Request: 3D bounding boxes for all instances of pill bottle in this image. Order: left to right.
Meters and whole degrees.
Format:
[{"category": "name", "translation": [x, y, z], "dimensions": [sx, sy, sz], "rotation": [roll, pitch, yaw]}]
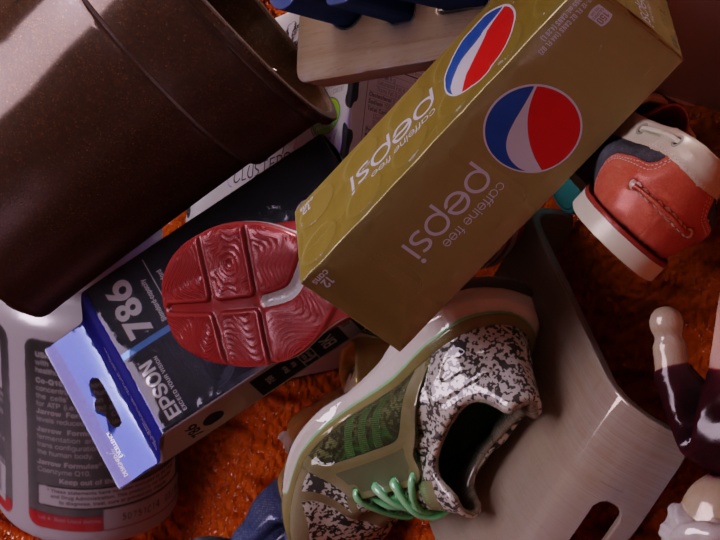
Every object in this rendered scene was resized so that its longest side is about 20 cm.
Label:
[{"category": "pill bottle", "translation": [-0.164, 0.052, 1.739], "dimensions": [0.114, 0.113, 0.201], "rotation": [-134, 40, -54]}]

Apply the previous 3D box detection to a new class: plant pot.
[{"category": "plant pot", "translation": [-0.150, -0.093, 1.575], "dimensions": [0.198, 0.200, 0.201], "rotation": [-41, 39, 7]}]

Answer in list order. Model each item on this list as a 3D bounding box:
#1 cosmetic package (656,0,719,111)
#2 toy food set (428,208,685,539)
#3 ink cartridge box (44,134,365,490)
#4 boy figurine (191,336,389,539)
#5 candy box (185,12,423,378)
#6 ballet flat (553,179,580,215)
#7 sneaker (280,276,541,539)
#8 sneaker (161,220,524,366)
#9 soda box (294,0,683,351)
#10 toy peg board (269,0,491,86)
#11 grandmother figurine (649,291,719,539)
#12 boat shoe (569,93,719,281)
[{"category": "cosmetic package", "translation": [0.189, -0.177, 1.371], "dimensions": [0.200, 0.106, 0.090], "rotation": [-53, 38, 28]}, {"category": "toy food set", "translation": [0.093, 0.079, 1.461], "dimensions": [0.144, 0.060, 0.200], "rotation": [-59, 27, 23]}, {"category": "ink cartridge box", "translation": [-0.075, 0.023, 1.566], "dimensions": [0.199, 0.039, 0.100], "rotation": [-35, 68, 4]}, {"category": "boy figurine", "translation": [-0.021, 0.118, 1.601], "dimensions": [0.200, 0.064, 0.125], "rotation": [-54, 29, 32]}, {"category": "candy box", "translation": [-0.029, -0.047, 1.678], "dimensions": [0.167, 0.071, 0.202], "rotation": [-16, 63, 53]}, {"category": "ballet flat", "translation": [0.121, -0.126, 1.473], "dimensions": [0.074, 0.074, 0.201], "rotation": [31, 134, 57]}, {"category": "sneaker", "translation": [0.026, 0.095, 1.436], "dimensions": [0.200, 0.076, 0.089], "rotation": [-55, 37, 33]}, {"category": "sneaker", "translation": [0.000, 0.000, 1.500], "dimensions": [0.199, 0.115, 0.079], "rotation": [-11, 89, 38]}, {"category": "soda box", "translation": [0.056, -0.060, 1.338], "dimensions": [0.200, 0.064, 0.068], "rotation": [-47, 23, 23]}, {"category": "toy peg board", "translation": [0.017, -0.206, 1.412], "dimensions": [0.199, 0.097, 0.201], "rotation": [-6, 78, 47]}, {"category": "grandmother figurine", "translation": [0.184, 0.052, 1.324], "dimensions": [0.121, 0.060, 0.201], "rotation": [20, 96, 45]}, {"category": "boat shoe", "translation": [0.131, -0.050, 1.356], "dimensions": [0.063, 0.071, 0.200], "rotation": [-50, 9, 10]}]
